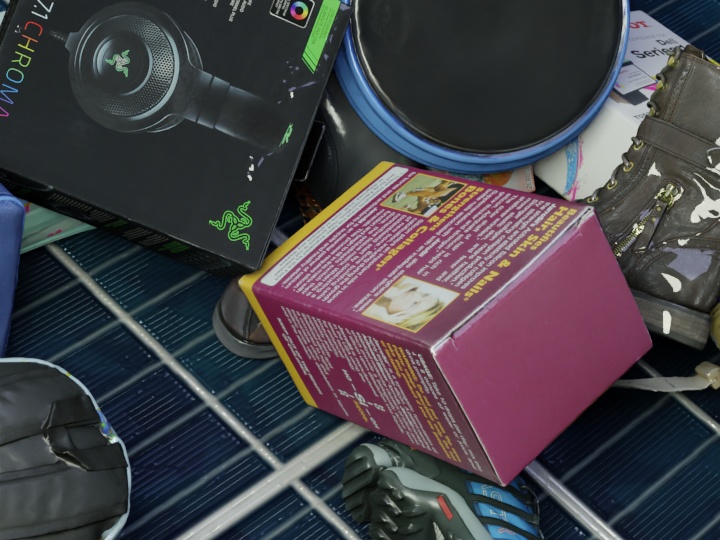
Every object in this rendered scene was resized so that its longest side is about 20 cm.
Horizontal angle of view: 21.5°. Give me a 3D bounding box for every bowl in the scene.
[{"bbox_3d":[0.078,-0.162,1.208,0.201,0.039,0.201,0,91,-10],"label":"bowl"}]

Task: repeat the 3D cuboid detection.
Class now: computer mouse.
[{"bbox_3d":[-0.009,-0.123,1.241,0.138,0.053,0.200,-25,102,-35],"label":"computer mouse"}]

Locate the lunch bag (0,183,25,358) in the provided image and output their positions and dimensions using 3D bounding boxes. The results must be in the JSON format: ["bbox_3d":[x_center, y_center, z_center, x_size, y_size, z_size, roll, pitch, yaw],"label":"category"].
[{"bbox_3d":[-0.263,0.003,1.036,0.132,0.200,0.136,42,53,19],"label":"lunch bag"}]

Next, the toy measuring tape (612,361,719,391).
[{"bbox_3d":[0.138,0.044,1.202,0.200,0.074,0.074,-1,49,-14],"label":"toy measuring tape"}]

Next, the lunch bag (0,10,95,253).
[{"bbox_3d":[-0.223,-0.085,1.214,0.200,0.077,0.160,-22,62,-30],"label":"lunch bag"}]

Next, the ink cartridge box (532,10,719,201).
[{"bbox_3d":[0.201,-0.093,1.306,0.145,0.084,0.200,-13,42,-38],"label":"ink cartridge box"}]

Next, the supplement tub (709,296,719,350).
[{"bbox_3d":[0.315,0.051,1.188,0.145,0.145,0.200,-23,71,-32],"label":"supplement tub"}]

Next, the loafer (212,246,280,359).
[{"bbox_3d":[0.000,0.000,1.211,0.200,0.063,0.072,-20,57,-30],"label":"loafer"}]

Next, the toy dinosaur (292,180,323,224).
[{"bbox_3d":[-0.066,-0.121,1.286,0.136,0.102,0.200,-10,48,-41],"label":"toy dinosaur"}]

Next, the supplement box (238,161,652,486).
[{"bbox_3d":[0.046,0.024,1.094,0.131,0.103,0.200,-39,30,-21],"label":"supplement box"}]

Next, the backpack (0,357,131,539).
[{"bbox_3d":[-0.220,0.124,0.986,0.200,0.154,0.163,-25,72,-15],"label":"backpack"}]

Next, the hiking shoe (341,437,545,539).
[{"bbox_3d":[0.083,0.155,1.086,0.087,0.074,0.200,-30,62,-35],"label":"hiking shoe"}]

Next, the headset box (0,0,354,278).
[{"bbox_3d":[-0.120,-0.106,1.127,0.200,0.093,0.174,23,81,-16],"label":"headset box"}]

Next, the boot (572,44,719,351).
[{"bbox_3d":[0.170,-0.058,1.172,0.200,0.174,0.069,23,1,24],"label":"boot"}]

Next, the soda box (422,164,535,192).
[{"bbox_3d":[0.063,-0.145,1.273,0.064,0.200,0.068,-12,10,-16],"label":"soda box"}]
